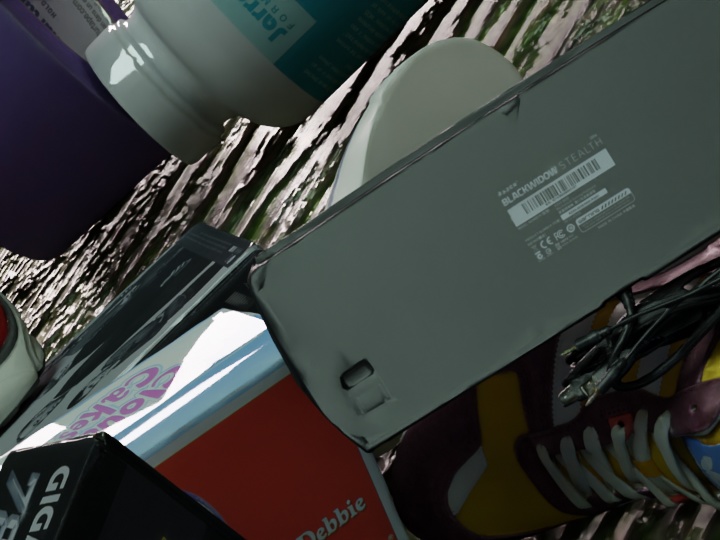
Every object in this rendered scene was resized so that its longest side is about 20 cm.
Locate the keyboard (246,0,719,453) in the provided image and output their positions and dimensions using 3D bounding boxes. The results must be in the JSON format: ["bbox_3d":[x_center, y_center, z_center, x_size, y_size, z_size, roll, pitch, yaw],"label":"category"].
[{"bbox_3d":[0.071,-0.009,0.749,0.199,0.040,0.105,-32,67,6],"label":"keyboard"}]

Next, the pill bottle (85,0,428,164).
[{"bbox_3d":[-0.025,-0.139,1.064,0.200,0.111,0.111,-44,33,8],"label":"pill bottle"}]

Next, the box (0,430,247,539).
[{"bbox_3d":[-0.051,0.181,0.690,0.049,0.198,0.201,-14,46,43],"label":"box"}]

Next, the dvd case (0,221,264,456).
[{"bbox_3d":[-0.117,0.060,0.953,0.200,0.025,0.150,-45,12,-5],"label":"dvd case"}]

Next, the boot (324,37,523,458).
[{"bbox_3d":[0.000,0.000,0.936,0.090,0.073,0.201,-39,18,48],"label":"boot"}]

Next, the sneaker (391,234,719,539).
[{"bbox_3d":[0.092,0.044,0.777,0.200,0.075,0.090,-37,34,21],"label":"sneaker"}]

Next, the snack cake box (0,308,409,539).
[{"bbox_3d":[-0.082,0.112,0.770,0.199,0.116,0.067,-34,22,-26],"label":"snack cake box"}]

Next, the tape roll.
[{"bbox_3d":[-0.175,-0.107,1.123,0.085,0.200,0.200,-41,34,10],"label":"tape roll"}]

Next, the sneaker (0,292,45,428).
[{"bbox_3d":[-0.215,0.073,0.959,0.200,0.085,0.077,-47,11,-24],"label":"sneaker"}]
